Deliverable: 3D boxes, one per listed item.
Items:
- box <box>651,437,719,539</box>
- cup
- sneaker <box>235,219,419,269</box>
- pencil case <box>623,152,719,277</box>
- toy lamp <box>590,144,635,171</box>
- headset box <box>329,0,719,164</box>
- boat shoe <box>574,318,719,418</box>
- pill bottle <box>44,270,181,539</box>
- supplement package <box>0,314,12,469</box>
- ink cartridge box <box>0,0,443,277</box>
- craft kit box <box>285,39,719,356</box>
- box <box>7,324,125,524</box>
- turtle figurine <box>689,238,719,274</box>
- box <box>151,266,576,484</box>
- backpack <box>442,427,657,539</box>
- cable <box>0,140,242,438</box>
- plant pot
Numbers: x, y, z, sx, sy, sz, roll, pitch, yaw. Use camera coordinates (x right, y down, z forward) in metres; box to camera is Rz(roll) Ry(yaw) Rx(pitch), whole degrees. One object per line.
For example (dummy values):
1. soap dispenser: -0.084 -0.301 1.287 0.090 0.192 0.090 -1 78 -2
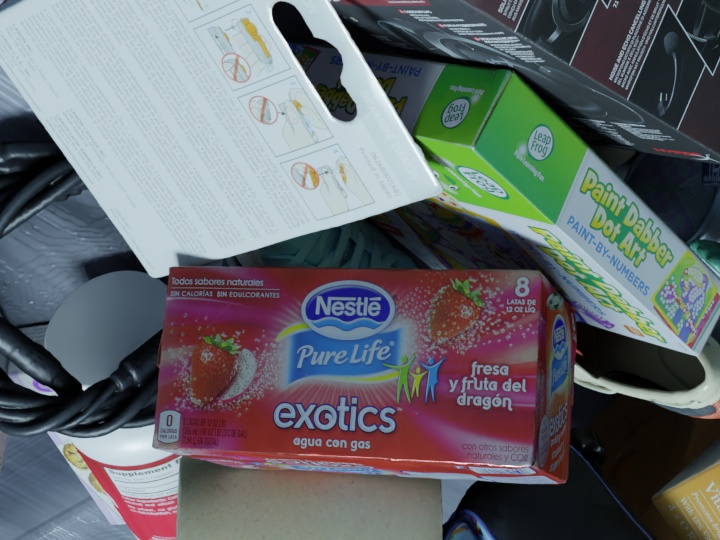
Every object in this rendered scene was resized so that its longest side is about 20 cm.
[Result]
1. box: 0.284 0.123 0.825 0.097 0.125 0.200 -25 169 -48
2. cup: -0.038 0.162 0.874 0.141 0.202 0.201 3 141 -7
3. sneaker: 0.000 0.000 0.851 0.081 0.075 0.200 18 164 35
4. pencil case: 0.236 -0.009 0.854 0.199 0.092 0.083 28 147 -30
5. toy lamp: 0.166 -0.096 0.772 0.058 0.059 0.200 20 139 -24
6. headset box: 0.066 -0.125 0.656 0.199 0.078 0.148 26 177 -28
7. boat shoe: 0.143 0.037 0.853 0.062 0.199 0.072 4 101 -40
8. pill bottle: -0.127 0.095 0.953 0.111 0.113 0.201 -8 140 9
9. supplement package: -0.303 0.073 0.858 0.145 0.193 0.201 -4 140 5
10. ink cartridge box: -0.069 -0.089 0.704 0.198 0.050 0.163 -15 118 37
11. craft kit box: 0.059 -0.039 0.758 0.199 0.049 0.196 37 165 -37
12. box: -0.186 0.111 1.029 0.041 0.039 0.201 -7 141 9
13. turtle figurine: 0.243 -0.070 0.705 0.201 0.101 0.149 -51 150 10
14. box: 0.004 0.054 0.758 0.197 0.097 0.100 0 168 19
15. backpack: 0.115 0.220 0.897 0.134 0.183 0.201 -31 161 -24
16. cable: -0.138 0.009 0.824 0.197 0.166 0.051 0 176 -21
17. plant pot: 0.221 0.169 1.004 0.140 0.201 0.200 38 129 -18
